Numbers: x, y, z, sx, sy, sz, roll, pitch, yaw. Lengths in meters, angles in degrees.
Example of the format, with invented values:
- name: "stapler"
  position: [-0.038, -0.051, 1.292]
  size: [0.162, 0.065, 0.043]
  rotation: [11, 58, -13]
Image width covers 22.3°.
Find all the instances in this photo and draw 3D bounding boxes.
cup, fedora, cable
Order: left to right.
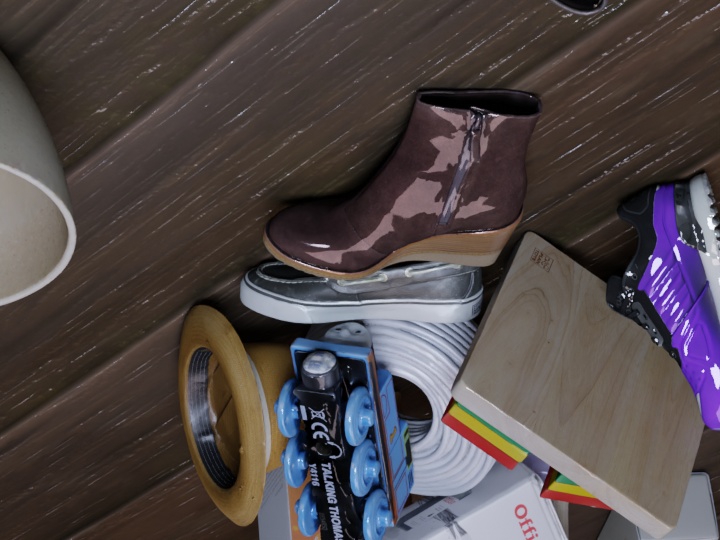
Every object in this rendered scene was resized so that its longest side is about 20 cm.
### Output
- name: "cup"
  position: [-0.287, -0.081, 1.193]
  size: [0.198, 0.145, 0.201]
  rotation: [-5, 150, -3]
- name: "fedora"
  position: [-0.091, 0.116, 1.541]
  size: [0.081, 0.202, 0.201]
  rotation: [-11, 153, -22]
- name: "cable"
  position: [0.037, 0.105, 1.556]
  size: [0.199, 0.069, 0.200]
  rotation: [-26, 111, 39]

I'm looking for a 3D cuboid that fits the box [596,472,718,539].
- name: "box"
  position: [0.322, 0.299, 2.009]
  size: [0.094, 0.078, 0.201]
  rotation: [-2, 150, -5]

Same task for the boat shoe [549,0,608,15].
- name: "boat shoe"
  position: [0.101, -0.220, 1.100]
  size: [0.074, 0.074, 0.199]
  rotation: [-28, 143, 32]

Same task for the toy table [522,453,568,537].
- name: "toy table"
  position: [0.182, 0.179, 1.702]
  size: [0.198, 0.185, 0.118]
  rotation: [7, 134, 6]

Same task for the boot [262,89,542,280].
- name: "boot"
  position: [0.029, -0.072, 1.366]
  size: [0.198, 0.073, 0.167]
  rotation: [0, 137, -8]

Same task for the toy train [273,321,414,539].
- name: "toy train"
  position: [-0.012, 0.133, 1.478]
  size: [0.086, 0.115, 0.202]
  rotation: [5, 127, 20]

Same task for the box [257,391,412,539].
- name: "box"
  position: [-0.025, 0.218, 1.689]
  size: [0.123, 0.202, 0.098]
  rotation: [5, 148, -19]

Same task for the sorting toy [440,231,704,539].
- name: "sorting toy"
  position: [0.170, 0.100, 1.450]
  size: [0.198, 0.201, 0.070]
  rotation: [34, 131, -4]

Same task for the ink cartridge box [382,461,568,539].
- name: "ink cartridge box"
  position: [0.083, 0.271, 1.583]
  size: [0.199, 0.085, 0.147]
  rotation: [-27, 107, -10]

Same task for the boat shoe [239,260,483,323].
- name: "boat shoe"
  position: [0.000, 0.000, 1.470]
  size: [0.197, 0.071, 0.064]
  rotation: [0, 118, 5]

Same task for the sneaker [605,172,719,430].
- name: "sneaker"
  position: [0.247, 0.030, 1.453]
  size: [0.098, 0.203, 0.070]
  rotation: [-9, 179, 12]
